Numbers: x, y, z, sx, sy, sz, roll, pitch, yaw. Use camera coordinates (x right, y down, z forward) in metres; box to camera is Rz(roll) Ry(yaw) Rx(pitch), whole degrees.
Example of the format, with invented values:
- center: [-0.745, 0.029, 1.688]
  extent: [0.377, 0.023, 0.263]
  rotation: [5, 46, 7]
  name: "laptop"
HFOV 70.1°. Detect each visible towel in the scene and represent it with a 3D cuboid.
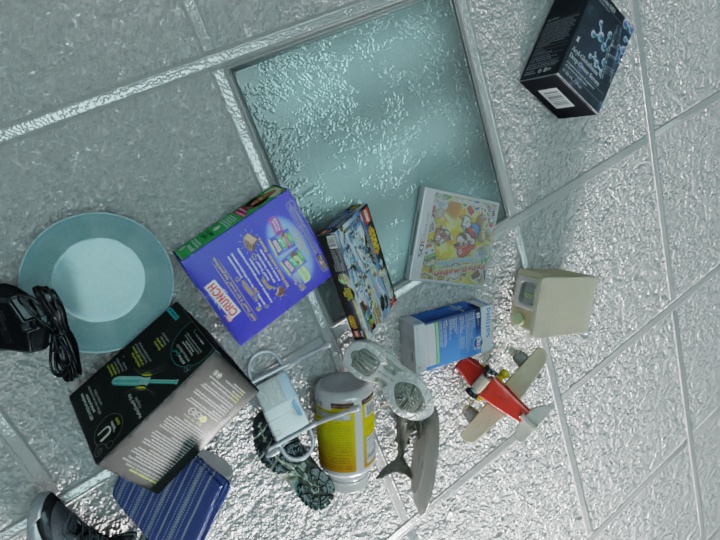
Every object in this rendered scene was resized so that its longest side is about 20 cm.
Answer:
- center: [-0.289, 0.330, 0.773]
  extent: [0.024, 0.198, 0.146]
  rotation: [29, 86, -58]
  name: "towel"

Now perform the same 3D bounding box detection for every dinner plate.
- center: [0.123, 0.371, 1.012]
  extent: [0.024, 0.200, 0.204]
  rotation: [10, 96, -2]
  name: "dinner plate"

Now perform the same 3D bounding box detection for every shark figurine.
- center: [0.077, 0.309, 1.044]
  extent: [0.088, 0.129, 0.217]
  rotation: [11, 114, -5]
  name: "shark figurine"

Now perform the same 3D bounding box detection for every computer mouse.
- center: [-0.447, 0.065, 0.664]
  extent: [0.197, 0.053, 0.140]
  rotation: [7, 118, 12]
  name: "computer mouse"

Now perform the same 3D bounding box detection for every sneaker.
- center: [0.058, 0.186, 0.936]
  extent: [0.200, 0.099, 0.078]
  rotation: [44, 102, -6]
  name: "sneaker"
- center: [-0.130, 0.340, 0.924]
  extent: [0.077, 0.086, 0.201]
  rotation: [-36, 91, -18]
  name: "sneaker"
- center: [-0.404, 0.403, 0.767]
  extent: [0.112, 0.076, 0.203]
  rotation: [-12, 112, -3]
  name: "sneaker"

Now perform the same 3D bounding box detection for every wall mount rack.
- center: [-0.106, 0.216, 0.869]
  extent: [0.172, 0.075, 0.202]
  rotation: [-25, 87, -17]
  name: "wall mount rack"

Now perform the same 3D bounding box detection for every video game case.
- center: [0.190, -0.063, 1.046]
  extent: [0.197, 0.023, 0.185]
  rotation: [6, 97, -30]
  name: "video game case"

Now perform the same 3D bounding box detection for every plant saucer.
- center: [-0.376, 0.017, 0.743]
  extent: [0.198, 0.039, 0.205]
  rotation: [-6, 102, -28]
  name: "plant saucer"

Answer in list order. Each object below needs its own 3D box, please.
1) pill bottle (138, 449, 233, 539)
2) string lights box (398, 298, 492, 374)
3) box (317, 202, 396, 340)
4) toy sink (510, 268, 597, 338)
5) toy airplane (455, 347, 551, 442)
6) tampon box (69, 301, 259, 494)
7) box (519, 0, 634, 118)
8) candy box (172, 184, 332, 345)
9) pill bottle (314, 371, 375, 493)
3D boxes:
- center: [-0.289, 0.403, 0.828]
  extent: [0.105, 0.106, 0.203]
  rotation: [23, 88, -30]
  name: "pill bottle"
- center: [0.179, 0.132, 1.059]
  extent: [0.197, 0.059, 0.105]
  rotation: [-11, 106, -26]
  name: "string lights box"
- center: [0.000, 0.000, 0.905]
  extent: [0.137, 0.039, 0.203]
  rotation: [-47, 125, -54]
  name: "box"
- center: [0.413, 0.068, 1.145]
  extent: [0.197, 0.112, 0.133]
  rotation: [-1, 101, -33]
  name: "toy sink"
- center: [0.306, 0.266, 1.107]
  extent: [0.197, 0.141, 0.203]
  rotation: [-7, 101, 0]
  name: "toy airplane"
- center: [-0.282, 0.181, 0.746]
  extent: [0.200, 0.149, 0.127]
  rotation: [-44, 137, -13]
  name: "tampon box"
- center: [0.448, -0.446, 1.064]
  extent: [0.147, 0.107, 0.202]
  rotation: [25, 87, -29]
  name: "box"
- center: [-0.167, -0.011, 0.830]
  extent: [0.199, 0.077, 0.171]
  rotation: [-37, 117, -19]
  name: "candy box"
- center: [-0.027, 0.300, 0.950]
  extent: [0.108, 0.109, 0.203]
  rotation: [-8, 104, -27]
  name: "pill bottle"
